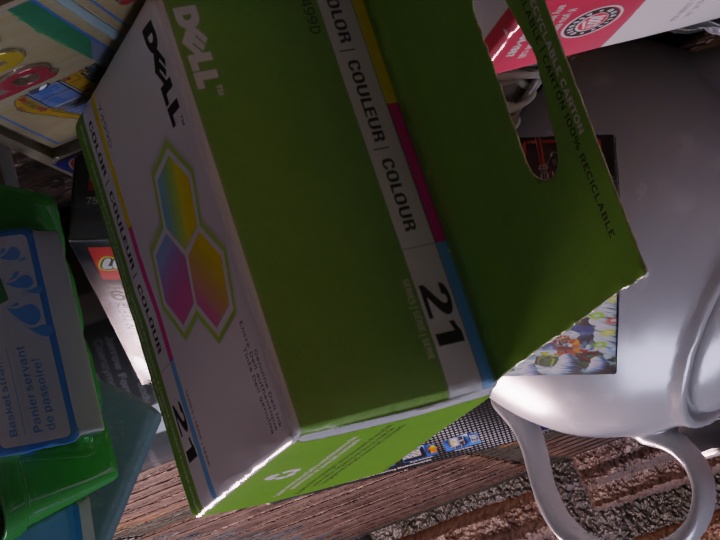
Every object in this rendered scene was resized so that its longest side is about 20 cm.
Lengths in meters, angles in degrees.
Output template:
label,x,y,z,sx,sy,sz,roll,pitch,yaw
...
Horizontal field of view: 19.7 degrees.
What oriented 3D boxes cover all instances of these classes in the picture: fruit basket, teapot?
label,x,y,z,sx,sy,sz,roll,pitch,yaw
fruit basket,-0.178,0.039,0.681,0.094,0.186,0.200,-19,171,40
teapot,0.141,0.004,0.939,0.197,0.146,0.200,-47,152,-27

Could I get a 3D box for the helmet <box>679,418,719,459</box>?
label,x,y,z,sx,sy,sz,roll,pitch,yaw
helmet,0.217,0.007,1.142,0.190,0.201,0.200,1,170,7

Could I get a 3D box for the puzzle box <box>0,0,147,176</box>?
label,x,y,z,sx,sy,sz,roll,pitch,yaw
puzzle box,-0.074,-0.080,0.700,0.133,0.025,0.200,-21,168,12

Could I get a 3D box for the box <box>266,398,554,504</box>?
label,x,y,z,sx,sy,sz,roll,pitch,yaw
box,0.014,0.054,1.120,0.199,0.048,0.193,-15,154,4

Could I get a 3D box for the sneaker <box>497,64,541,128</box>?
label,x,y,z,sx,sy,sz,roll,pitch,yaw
sneaker,0.039,-0.059,0.826,0.075,0.087,0.200,-5,160,-44

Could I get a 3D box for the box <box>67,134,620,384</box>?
label,x,y,z,sx,sy,sz,roll,pitch,yaw
box,0.000,0.000,0.799,0.199,0.040,0.137,-2,153,6

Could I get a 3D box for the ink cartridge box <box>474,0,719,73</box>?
label,x,y,z,sx,sy,sz,roll,pitch,yaw
ink cartridge box,0.130,-0.140,0.611,0.199,0.084,0.145,-15,167,-19

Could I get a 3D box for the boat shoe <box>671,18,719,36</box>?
label,x,y,z,sx,sy,sz,roll,pitch,yaw
boat shoe,0.151,-0.120,0.798,0.067,0.057,0.200,-18,168,-8

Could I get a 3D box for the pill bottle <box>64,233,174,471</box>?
label,x,y,z,sx,sy,sz,roll,pitch,yaw
pill bottle,-0.069,0.021,0.942,0.199,0.114,0.114,-18,168,-3

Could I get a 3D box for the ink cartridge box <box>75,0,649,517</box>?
label,x,y,z,sx,sy,sz,roll,pitch,yaw
ink cartridge box,-0.011,-0.025,0.627,0.076,0.148,0.200,-12,165,-24

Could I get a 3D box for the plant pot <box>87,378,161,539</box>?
label,x,y,z,sx,sy,sz,roll,pitch,yaw
plant pot,-0.223,0.132,0.804,0.195,0.200,0.196,27,146,-22
